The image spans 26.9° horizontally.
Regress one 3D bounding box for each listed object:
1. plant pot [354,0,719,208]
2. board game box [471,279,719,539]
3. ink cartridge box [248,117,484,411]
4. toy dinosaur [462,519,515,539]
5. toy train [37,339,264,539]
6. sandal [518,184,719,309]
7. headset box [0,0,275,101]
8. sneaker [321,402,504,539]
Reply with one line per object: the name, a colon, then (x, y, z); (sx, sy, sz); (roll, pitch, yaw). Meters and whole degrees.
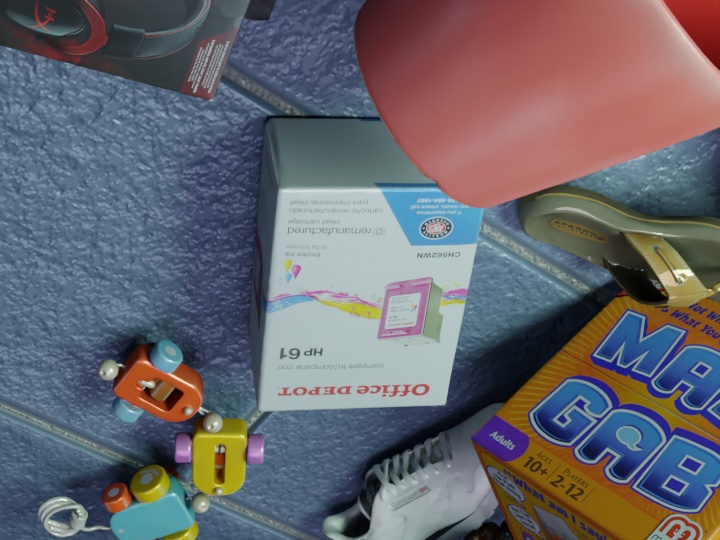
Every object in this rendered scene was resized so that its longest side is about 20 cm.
plant pot: (0.106, -0.137, 0.844); (0.177, 0.202, 0.200); (-31, 129, 30)
board game box: (0.239, 0.163, 1.109); (0.200, 0.199, 0.201); (-41, 133, -18)
ink cartridge box: (0.000, 0.000, 1.051); (0.143, 0.085, 0.201); (-1, 130, -11)
toy dinosaur: (0.104, 0.252, 1.219); (0.199, 0.102, 0.136); (-10, 139, -40)
toy train: (-0.159, 0.133, 1.154); (0.149, 0.056, 0.201); (25, 121, -20)
sandal: (0.204, -0.006, 1.065); (0.198, 0.054, 0.081); (16, 150, 1)
headset box: (-0.138, -0.195, 0.869); (0.198, 0.075, 0.149); (13, 125, -21)
sneaker: (0.053, 0.174, 1.217); (0.080, 0.077, 0.200); (32, 116, -20)
